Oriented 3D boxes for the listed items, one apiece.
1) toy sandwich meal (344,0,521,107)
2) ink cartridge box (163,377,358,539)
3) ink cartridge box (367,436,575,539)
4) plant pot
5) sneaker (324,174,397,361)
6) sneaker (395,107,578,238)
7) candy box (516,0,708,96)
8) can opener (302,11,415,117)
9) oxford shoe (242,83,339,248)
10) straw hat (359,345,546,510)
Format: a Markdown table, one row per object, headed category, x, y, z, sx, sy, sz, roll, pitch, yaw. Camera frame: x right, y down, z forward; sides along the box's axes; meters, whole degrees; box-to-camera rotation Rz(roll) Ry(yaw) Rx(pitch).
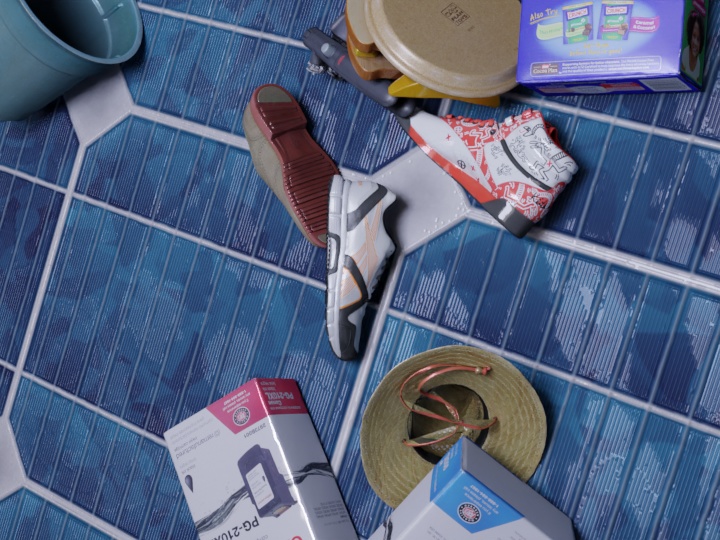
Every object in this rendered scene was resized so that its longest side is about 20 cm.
| category | x | y | z | sx | sy | sz | roll | pitch | yaw |
| --- | --- | --- | --- | --- | --- | --- | --- | --- | --- |
| toy sandwich meal | 0.080 | -0.239 | 1.219 | 0.206 | 0.204 | 0.070 | 61 | 151 | 21 |
| ink cartridge box | -0.111 | 0.239 | 1.308 | 0.144 | 0.084 | 0.201 | -32 | 70 | 24 |
| ink cartridge box | 0.090 | 0.286 | 1.152 | 0.144 | 0.084 | 0.200 | 39 | 106 | -7 |
| plant pot | -0.412 | -0.297 | 1.494 | 0.196 | 0.200 | 0.201 | -30 | 70 | 33 |
| sneaker | 0.000 | 0.000 | 1.278 | 0.080 | 0.074 | 0.201 | 2 | 99 | -5 |
| sneaker | 0.132 | -0.132 | 1.221 | 0.108 | 0.067 | 0.201 | -48 | 60 | 7 |
| candy box | 0.248 | -0.277 | 1.159 | 0.168 | 0.077 | 0.201 | 3 | 87 | 32 |
| can opener | -0.005 | -0.219 | 1.281 | 0.079 | 0.063 | 0.200 | -60 | 37 | 19 |
| oxford shoe | -0.076 | -0.110 | 1.350 | 0.075 | 0.070 | 0.201 | -41 | 68 | 55 |
| straw hat | 0.085 | 0.145 | 1.198 | 0.201 | 0.201 | 0.085 | -54 | 21 | 14 |
